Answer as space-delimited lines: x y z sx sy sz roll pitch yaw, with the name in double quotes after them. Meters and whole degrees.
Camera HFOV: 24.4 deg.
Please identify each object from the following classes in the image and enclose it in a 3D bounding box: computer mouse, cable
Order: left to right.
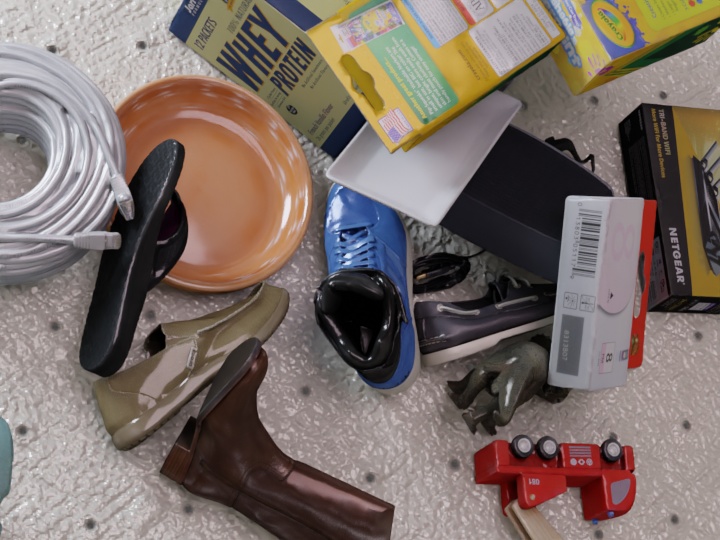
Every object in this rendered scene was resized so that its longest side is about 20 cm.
-0.290 -0.088 1.357 0.197 0.069 0.202 -8 71 -10 "cable"
0.130 -0.019 1.513 0.198 0.059 0.034 -24 49 -17 "computer mouse"

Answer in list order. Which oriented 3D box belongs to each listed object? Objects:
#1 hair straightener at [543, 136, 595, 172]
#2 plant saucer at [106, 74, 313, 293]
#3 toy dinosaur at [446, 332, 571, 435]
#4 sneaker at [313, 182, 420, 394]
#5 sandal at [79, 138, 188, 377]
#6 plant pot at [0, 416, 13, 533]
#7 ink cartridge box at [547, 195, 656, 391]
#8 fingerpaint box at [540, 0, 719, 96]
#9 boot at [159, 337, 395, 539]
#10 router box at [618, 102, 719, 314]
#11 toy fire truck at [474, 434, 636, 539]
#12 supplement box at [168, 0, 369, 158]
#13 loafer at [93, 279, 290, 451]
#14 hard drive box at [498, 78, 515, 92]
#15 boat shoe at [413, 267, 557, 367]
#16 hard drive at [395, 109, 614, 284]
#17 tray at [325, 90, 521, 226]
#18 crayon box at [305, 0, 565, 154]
0.150 -0.078 1.562 0.198 0.041 0.077 -17 52 -34 "hair straightener"
-0.139 -0.072 1.449 0.198 0.037 0.203 8 68 -19 "plant saucer"
0.130 0.093 1.440 0.102 0.200 0.077 -42 75 8 "toy dinosaur"
0.001 0.000 1.426 0.076 0.111 0.202 -12 73 12 "sneaker"
-0.178 -0.008 1.359 0.048 0.075 0.203 24 76 -34 "sandal"
-0.364 0.157 1.190 0.194 0.200 0.203 16 64 -24 "plant pot"
0.234 0.017 1.468 0.199 0.057 0.165 -1 98 -53 "ink cartridge box"
0.216 -0.278 1.475 0.166 0.073 0.201 -24 80 -29 "fingerpaint box"
-0.042 0.156 1.321 0.199 0.187 0.065 31 47 -4 "boot"
0.344 -0.058 1.630 0.155 0.052 0.202 2 69 -21 "router box"
0.154 0.218 1.447 0.198 0.049 0.143 5 69 -21 "toy fire truck"
-0.030 -0.256 1.508 0.199 0.134 0.201 37 61 -4 "supplement box"
-0.139 0.065 1.373 0.200 0.076 0.068 -41 94 -29 "loafer"
0.162 -0.251 1.573 0.077 0.156 0.200 44 60 -1 "hard drive box"
0.136 0.028 1.498 0.198 0.073 0.063 -19 88 -22 "boat shoe"
0.122 -0.078 1.481 0.199 0.043 0.135 29 46 14 "hard drive"
0.057 -0.109 1.449 0.106 0.022 0.200 24 45 13 "tray"
0.059 -0.192 1.405 0.199 0.052 0.126 -35 87 -22 "crayon box"
